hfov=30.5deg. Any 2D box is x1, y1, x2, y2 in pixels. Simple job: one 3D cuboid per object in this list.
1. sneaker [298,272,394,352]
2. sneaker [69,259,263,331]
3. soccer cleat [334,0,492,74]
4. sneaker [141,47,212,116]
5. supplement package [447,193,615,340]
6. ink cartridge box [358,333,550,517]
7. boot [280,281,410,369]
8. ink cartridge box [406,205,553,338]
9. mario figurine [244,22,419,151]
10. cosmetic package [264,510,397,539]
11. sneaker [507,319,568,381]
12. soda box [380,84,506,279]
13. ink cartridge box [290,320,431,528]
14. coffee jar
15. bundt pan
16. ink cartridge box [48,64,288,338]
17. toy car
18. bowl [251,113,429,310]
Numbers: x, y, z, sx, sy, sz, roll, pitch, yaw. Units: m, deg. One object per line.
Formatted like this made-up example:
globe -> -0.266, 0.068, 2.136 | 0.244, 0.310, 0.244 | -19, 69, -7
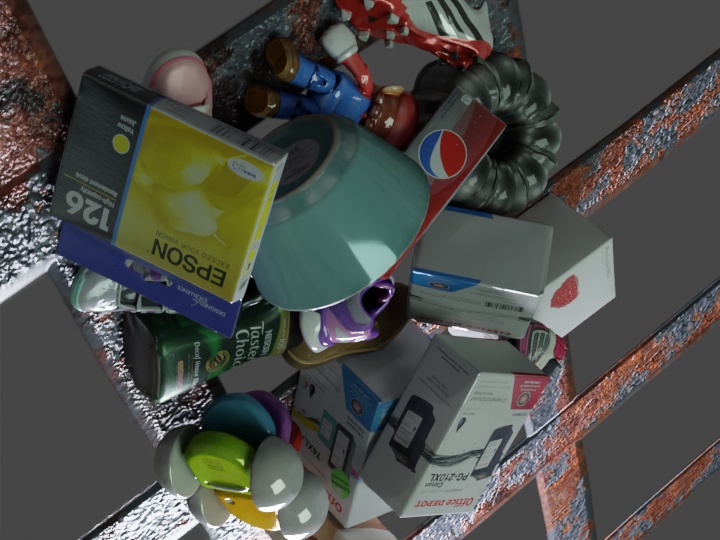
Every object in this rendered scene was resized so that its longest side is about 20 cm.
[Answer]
sneaker -> 0.000, 0.000, 1.437 | 0.081, 0.088, 0.201 | 62, 35, -51
sneaker -> -0.174, 0.021, 1.301 | 0.199, 0.140, 0.078 | -21, 136, -32
soccer cleat -> 0.055, -0.268, 1.345 | 0.199, 0.068, 0.086 | 16, 70, -32
sneaker -> -0.159, -0.101, 1.240 | 0.075, 0.105, 0.201 | -13, 130, -33
supplement package -> 0.218, 0.020, 1.707 | 0.199, 0.120, 0.122 | -35, 140, -17
ink cartridge box -> 0.108, 0.181, 1.527 | 0.144, 0.084, 0.201 | 8, 116, -48
boot -> 0.001, 0.053, 1.538 | 0.199, 0.074, 0.076 | -24, 161, -39
ink cartridge box -> 0.130, 0.005, 1.490 | 0.200, 0.145, 0.085 | 90, 10, -74
mario figurine -> -0.027, -0.174, 1.352 | 0.199, 0.107, 0.123 | 16, 147, -39
cosmetic package -> -0.037, 0.335, 1.666 | 0.103, 0.200, 0.088 | 9, 115, -50
sneaker -> 0.166, 0.141, 1.626 | 0.074, 0.081, 0.200 | 35, 105, -12
soda box -> 0.060, -0.088, 1.346 | 0.200, 0.070, 0.063 | -51, -178, -3
ink cartridge box -> 0.014, 0.180, 1.624 | 0.145, 0.147, 0.201 | -15, 131, -37
coffee jar -> -0.149, 0.060, 1.406 | 0.199, 0.085, 0.105 | -21, 136, -32
bundt pan -> 0.144, -0.148, 1.450 | 0.201, 0.076, 0.204 | -4, 97, -33
ink cartridge box -> -0.182, -0.054, 1.189 | 0.047, 0.196, 0.201 | -46, 158, -63
toy car -> -0.127, 0.216, 1.531 | 0.200, 0.174, 0.151 | 59, 42, -51
bowl -> -0.045, -0.072, 1.257 | 0.201, 0.201, 0.105 | -44, 126, -6
